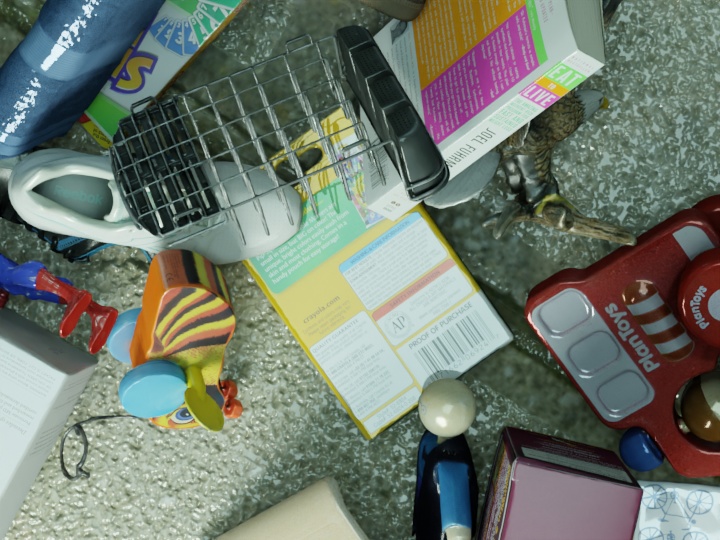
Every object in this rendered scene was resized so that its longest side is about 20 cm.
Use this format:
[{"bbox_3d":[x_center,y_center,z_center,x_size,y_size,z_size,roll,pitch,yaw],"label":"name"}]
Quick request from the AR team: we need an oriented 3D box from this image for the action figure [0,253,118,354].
[{"bbox_3d":[-0.259,-0.003,1.420,0.200,0.065,0.052,31,91,29],"label":"action figure"}]

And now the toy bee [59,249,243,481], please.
[{"bbox_3d":[-0.125,0.064,1.426,0.108,0.200,0.132,6,65,-29],"label":"toy bee"}]

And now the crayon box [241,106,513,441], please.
[{"bbox_3d":[0.000,0.000,1.439,0.125,0.052,0.200,-35,91,3],"label":"crayon box"}]

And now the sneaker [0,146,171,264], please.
[{"bbox_3d":[-0.216,-0.046,1.435,0.199,0.073,0.082,6,94,3],"label":"sneaker"}]

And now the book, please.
[{"bbox_3d":[0.073,-0.138,1.349,0.048,0.134,0.200,24,138,-33],"label":"book"}]

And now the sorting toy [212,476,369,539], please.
[{"bbox_3d":[-0.015,0.251,1.413,0.185,0.036,0.201,-33,88,46],"label":"sorting toy"}]

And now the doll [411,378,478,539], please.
[{"bbox_3d":[0.056,0.170,1.405,0.048,0.137,0.201,4,107,-5],"label":"doll"}]

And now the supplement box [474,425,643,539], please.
[{"bbox_3d":[0.126,0.174,1.366,0.085,0.200,0.111,13,92,1],"label":"supplement box"}]

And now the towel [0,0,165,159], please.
[{"bbox_3d":[-0.181,-0.163,1.353,0.049,0.112,0.200,43,116,4],"label":"towel"}]

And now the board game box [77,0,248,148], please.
[{"bbox_3d":[-0.149,-0.177,1.415,0.096,0.030,0.200,47,119,2],"label":"board game box"}]

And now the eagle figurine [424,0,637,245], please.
[{"bbox_3d":[0.123,-0.127,1.396,0.151,0.151,0.201,3,103,13],"label":"eagle figurine"}]

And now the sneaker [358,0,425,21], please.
[{"bbox_3d":[-0.031,-0.233,1.333,0.199,0.070,0.076,21,107,-31],"label":"sneaker"}]

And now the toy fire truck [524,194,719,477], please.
[{"bbox_3d":[0.228,0.057,1.400,0.168,0.112,0.200,-30,108,21],"label":"toy fire truck"}]

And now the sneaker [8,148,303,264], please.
[{"bbox_3d":[-0.136,-0.040,1.373,0.199,0.080,0.071,4,94,-7],"label":"sneaker"}]

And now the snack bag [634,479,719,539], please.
[{"bbox_3d":[0.276,0.253,1.453,0.187,0.021,0.201,6,93,1],"label":"snack bag"}]

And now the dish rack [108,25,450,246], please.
[{"bbox_3d":[-0.058,-0.079,1.320,0.199,0.154,0.055,-22,129,-4],"label":"dish rack"}]

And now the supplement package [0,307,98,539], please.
[{"bbox_3d":[-0.287,0.124,1.420,0.119,0.121,0.201,29,92,1],"label":"supplement package"}]
